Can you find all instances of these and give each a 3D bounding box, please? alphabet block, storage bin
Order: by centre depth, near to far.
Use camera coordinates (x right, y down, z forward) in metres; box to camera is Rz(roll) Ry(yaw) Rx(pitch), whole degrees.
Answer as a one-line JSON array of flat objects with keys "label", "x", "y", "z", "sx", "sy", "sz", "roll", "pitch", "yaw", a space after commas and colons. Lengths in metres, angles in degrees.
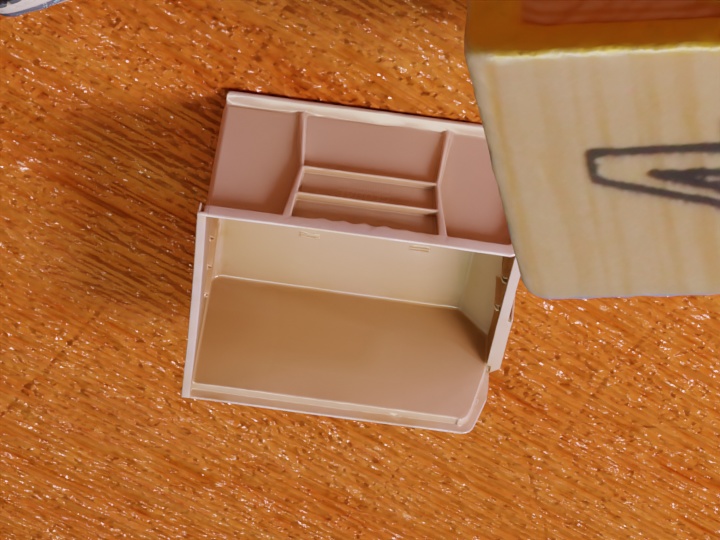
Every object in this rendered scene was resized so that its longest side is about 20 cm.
[{"label": "alphabet block", "x": 0.165, "y": -0.119, "z": 1.274, "sx": 0.195, "sy": 0.196, "sz": 0.200, "roll": -4, "pitch": 144, "yaw": 11}, {"label": "storage bin", "x": 0.000, "y": 0.000, "z": 1.558, "sx": 0.197, "sy": 0.094, "sz": 0.200, "roll": 8, "pitch": 145, "yaw": -2}]

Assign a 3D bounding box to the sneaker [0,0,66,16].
[{"label": "sneaker", "x": -0.114, "y": -0.170, "z": 1.349, "sx": 0.199, "sy": 0.078, "sz": 0.086, "roll": -22, "pitch": 140, "yaw": 35}]
